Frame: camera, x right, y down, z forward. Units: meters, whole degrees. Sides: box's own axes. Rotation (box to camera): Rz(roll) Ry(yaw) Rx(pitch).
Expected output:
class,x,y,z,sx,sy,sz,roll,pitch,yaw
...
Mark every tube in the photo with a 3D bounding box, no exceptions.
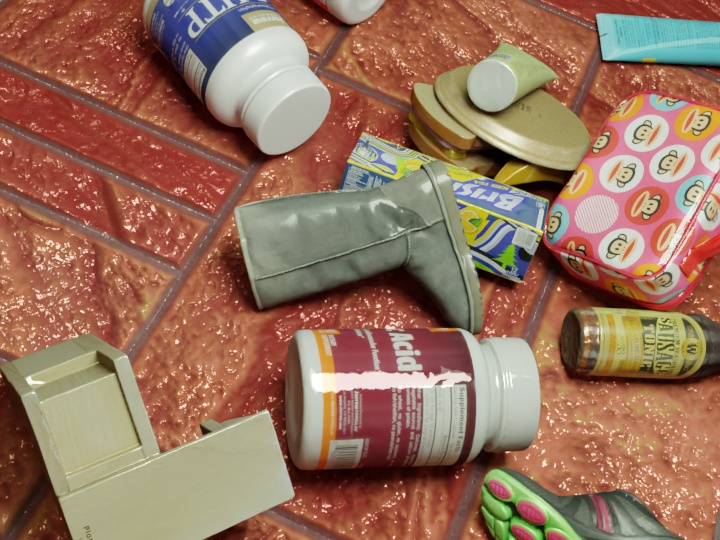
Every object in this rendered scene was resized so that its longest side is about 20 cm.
class,x,y,z,sx,sy,sz,roll,pitch,yaw
tube,0.159,-0.205,1.142,0.052,0.058,0.200,-15,12,24
tube,0.384,-0.275,1.316,0.198,0.051,0.078,4,49,-4

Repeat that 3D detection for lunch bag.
class,x,y,z,sx,sy,sz,roll,pitch,yaw
lunch bag,0.288,-0.068,1.044,0.176,0.082,0.201,25,77,47

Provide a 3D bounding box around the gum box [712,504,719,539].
class,x,y,z,sx,sy,sz,roll,pitch,yaw
gum box,0.358,0.240,0.917,0.113,0.066,0.201,23,53,7

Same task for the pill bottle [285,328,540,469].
class,x,y,z,sx,sy,sz,roll,pitch,yaw
pill bottle,0.041,0.105,0.916,0.198,0.115,0.115,0,54,-13

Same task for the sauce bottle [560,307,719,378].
class,x,y,z,sx,sy,sz,roll,pitch,yaw
sauce bottle,0.290,0.068,1.029,0.198,0.066,0.066,1,54,-10

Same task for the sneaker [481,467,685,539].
class,x,y,z,sx,sy,sz,roll,pitch,yaw
sneaker,0.190,0.218,0.904,0.199,0.077,0.084,27,36,4

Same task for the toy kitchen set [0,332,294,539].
class,x,y,z,sx,sy,sz,roll,pitch,yaw
toy kitchen set,-0.166,0.149,0.867,0.162,0.180,0.202,-20,100,-21

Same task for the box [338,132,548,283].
class,x,y,z,sx,sy,sz,roll,pitch,yaw
box,0.079,-0.062,1.068,0.198,0.065,0.070,21,34,2

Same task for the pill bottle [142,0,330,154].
class,x,y,z,sx,sy,sz,roll,pitch,yaw
pill bottle,-0.122,-0.217,1.113,0.119,0.120,0.200,-28,64,-28

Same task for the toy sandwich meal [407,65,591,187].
class,x,y,z,sx,sy,sz,roll,pitch,yaw
toy sandwich meal,0.149,-0.143,1.149,0.203,0.071,0.206,19,31,-12

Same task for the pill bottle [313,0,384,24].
class,x,y,z,sx,sy,sz,roll,pitch,yaw
pill bottle,-0.056,-0.379,1.250,0.200,0.113,0.112,39,56,16

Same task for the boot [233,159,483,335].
class,x,y,z,sx,sy,sz,roll,pitch,yaw
boot,0.000,0.001,1.001,0.198,0.073,0.183,-19,98,-8
